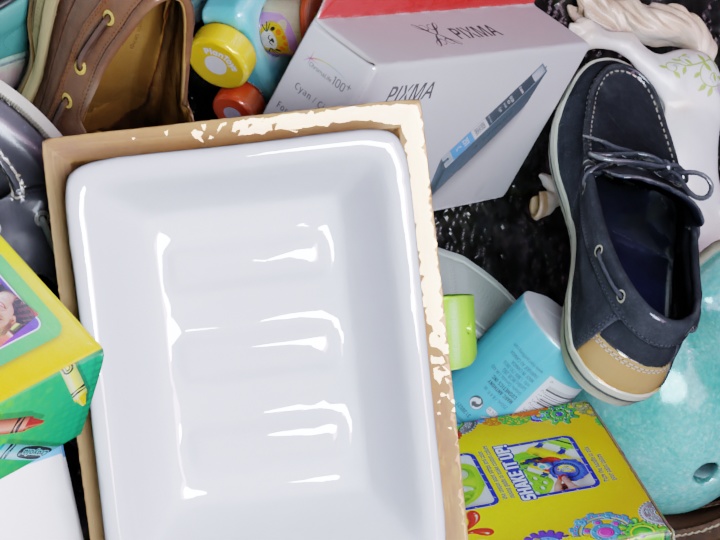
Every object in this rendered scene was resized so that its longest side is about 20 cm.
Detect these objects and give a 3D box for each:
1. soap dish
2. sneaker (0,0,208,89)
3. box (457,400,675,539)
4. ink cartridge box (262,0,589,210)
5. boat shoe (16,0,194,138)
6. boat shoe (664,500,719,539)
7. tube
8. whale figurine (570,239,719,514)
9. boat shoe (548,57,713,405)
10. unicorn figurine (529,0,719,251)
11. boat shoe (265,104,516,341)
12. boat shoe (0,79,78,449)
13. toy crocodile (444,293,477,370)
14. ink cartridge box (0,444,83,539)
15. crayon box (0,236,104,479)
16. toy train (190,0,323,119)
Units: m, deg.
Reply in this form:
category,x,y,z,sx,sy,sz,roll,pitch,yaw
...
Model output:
category,x,y,z,sx,sy,sz,roll,pitch,yaw
soap dish,-0.042,0.034,1.098,0.156,0.081,0.202,-7,99,-2
sneaker,-0.130,-0.138,1.172,0.199,0.071,0.080,-27,149,-25
box,0.035,0.189,1.207,0.191,0.122,0.201,-9,118,-11
ink cartridge box,0.042,-0.107,1.203,0.200,0.045,0.177,-14,137,-57
boat shoe,-0.112,-0.061,1.157,0.072,0.068,0.201,-16,136,-31
boat shoe,0.125,0.142,1.349,0.201,0.075,0.075,-19,95,-27
tube,0.033,0.097,1.266,0.077,0.050,0.200,35,109,-22
whale figurine,0.189,0.056,1.313,0.199,0.104,0.160,-12,134,-9
boat shoe,0.131,-0.029,1.247,0.074,0.062,0.201,22,46,-18
unicorn figurine,0.153,-0.044,1.353,0.136,0.074,0.202,8,91,-26
boat shoe,0.000,0.000,1.272,0.060,0.076,0.200,-39,110,25
boat shoe,-0.148,-0.006,1.140,0.201,0.072,0.063,56,41,-20
toy crocodile,-0.043,0.042,1.223,0.199,0.062,0.068,-16,99,7
ink cartridge box,-0.192,0.149,1.133,0.125,0.128,0.202,-16,99,-28
crayon box,-0.211,0.005,1.051,0.118,0.058,0.200,-28,65,-37
toy train,-0.023,-0.163,1.201,0.150,0.055,0.202,-11,102,-57
